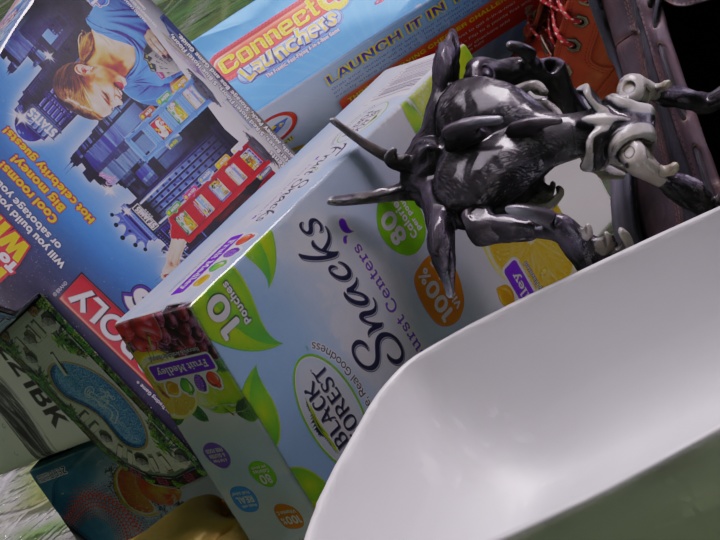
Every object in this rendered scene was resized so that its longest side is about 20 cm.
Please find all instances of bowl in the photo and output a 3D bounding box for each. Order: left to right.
[{"bbox_3d":[0.087,0.064,0.931,0.200,0.075,0.200,-27,15,22],"label":"bowl"}]

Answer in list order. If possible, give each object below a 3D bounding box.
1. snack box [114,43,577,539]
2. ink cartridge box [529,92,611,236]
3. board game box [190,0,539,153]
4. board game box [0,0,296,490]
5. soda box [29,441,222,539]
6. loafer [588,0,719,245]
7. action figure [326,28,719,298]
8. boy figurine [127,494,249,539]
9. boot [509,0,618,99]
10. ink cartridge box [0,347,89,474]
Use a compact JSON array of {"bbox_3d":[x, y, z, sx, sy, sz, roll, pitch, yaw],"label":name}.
[{"bbox_3d":[0.010,0.021,1.097,0.053,0.142,0.200,-16,22,46],"label":"snack box"},{"bbox_3d":[0.000,0.000,1.292,0.200,0.084,0.146,-20,16,40],"label":"ink cartridge box"},{"bbox_3d":[0.014,-0.100,1.439,0.200,0.056,0.196,-33,-25,-1],"label":"board game box"},{"bbox_3d":[-0.115,-0.008,1.113,0.200,0.200,0.062,-46,4,-40],"label":"board game box"},{"bbox_3d":[-0.049,0.070,1.218,0.200,0.064,0.068,-23,17,37],"label":"soda box"},{"bbox_3d":[0.139,-0.091,1.143,0.072,0.200,0.063,5,-13,-38],"label":"loafer"},{"bbox_3d":[0.093,-0.036,1.055,0.200,0.102,0.119,-6,57,18],"label":"action figure"},{"bbox_3d":[-0.083,0.128,1.107,0.200,0.064,0.124,-36,11,-3],"label":"boy figurine"},{"bbox_3d":[0.107,-0.124,1.367,0.200,0.107,0.075,-48,54,15],"label":"boot"},{"bbox_3d":[-0.170,0.011,1.253,0.200,0.144,0.084,-22,18,42],"label":"ink cartridge box"}]
